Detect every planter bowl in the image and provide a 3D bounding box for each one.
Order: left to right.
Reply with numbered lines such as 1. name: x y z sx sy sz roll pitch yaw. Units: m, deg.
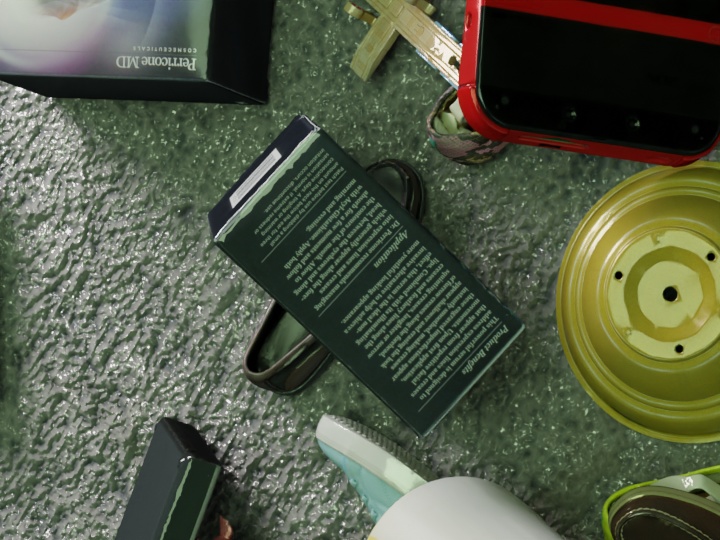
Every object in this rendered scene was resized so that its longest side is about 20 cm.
1. planter bowl: 0.222 0.018 1.496 0.198 0.083 0.203 -2 84 20

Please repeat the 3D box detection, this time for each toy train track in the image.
1. toy train track: 0.042 -0.172 1.560 0.115 0.032 0.200 -55 47 13

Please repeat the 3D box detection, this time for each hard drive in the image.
1. hard drive: -0.160 0.217 1.594 0.033 0.140 0.202 19 93 -15

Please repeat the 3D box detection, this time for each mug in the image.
1. mug: 0.086 0.242 1.423 0.148 0.153 0.188 20 88 -23

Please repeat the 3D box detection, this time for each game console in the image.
1. game console: 0.167 -0.170 1.505 0.198 0.031 0.179 7 83 -18

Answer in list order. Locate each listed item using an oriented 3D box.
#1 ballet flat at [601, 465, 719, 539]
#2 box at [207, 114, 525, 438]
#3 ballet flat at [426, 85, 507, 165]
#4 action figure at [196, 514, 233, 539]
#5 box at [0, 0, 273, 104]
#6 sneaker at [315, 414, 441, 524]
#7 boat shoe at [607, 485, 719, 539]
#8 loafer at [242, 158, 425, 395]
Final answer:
1. ballet flat: 0.257 0.156 1.474 0.198 0.067 0.067 -16 48 19
2. box: 0.000 0.000 1.499 0.200 0.148 0.107 44 91 -10
3. ballet flat: 0.127 -0.152 1.550 0.200 0.071 0.069 -41 74 12
4. action figure: -0.061 0.268 1.552 0.134 0.149 0.200 -43 87 18
5. box: -0.172 -0.234 1.639 0.198 0.123 0.201 3 88 20
6. sneaker: 0.033 0.185 1.555 0.199 0.074 0.082 38 94 19
7. boat shoe: 0.248 0.222 1.438 0.200 0.072 0.072 40 117 -8
8. loafer: -0.020 0.006 1.594 0.072 0.063 0.201 35 98 19
